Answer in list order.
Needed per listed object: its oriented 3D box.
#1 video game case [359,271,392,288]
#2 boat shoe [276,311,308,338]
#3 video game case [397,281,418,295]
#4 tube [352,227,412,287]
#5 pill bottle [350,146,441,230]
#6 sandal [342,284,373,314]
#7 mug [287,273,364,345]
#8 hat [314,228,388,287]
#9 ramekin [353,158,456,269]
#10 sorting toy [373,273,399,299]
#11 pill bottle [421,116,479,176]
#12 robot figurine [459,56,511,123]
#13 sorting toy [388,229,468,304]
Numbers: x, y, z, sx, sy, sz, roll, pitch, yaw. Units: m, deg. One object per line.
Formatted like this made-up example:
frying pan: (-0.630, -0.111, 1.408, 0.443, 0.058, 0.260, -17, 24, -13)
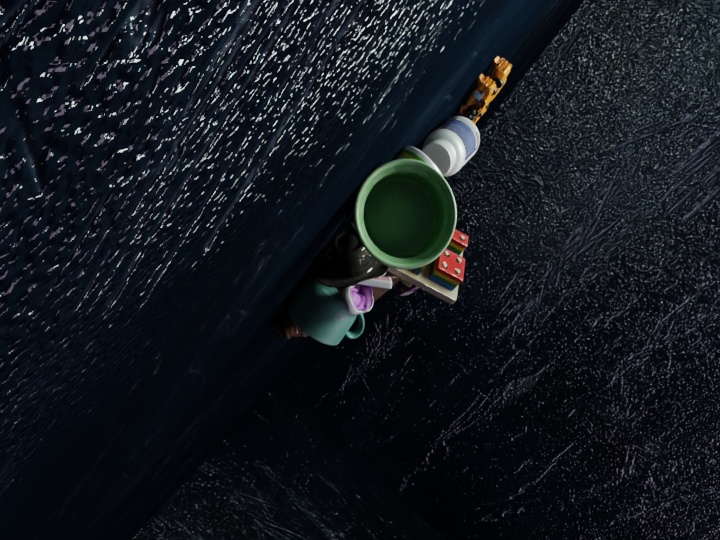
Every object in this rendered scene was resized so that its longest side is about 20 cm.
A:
video game case: (0.000, 0.000, 1.634, 0.200, 0.138, 0.018, -97, -164, -76)
boat shoe: (-0.178, 0.133, 1.717, 0.070, 0.078, 0.200, -9, 176, -15)
video game case: (0.131, -0.055, 1.802, 0.035, 0.206, 0.181, -7, 168, -24)
tube: (0.055, -0.041, 1.649, 0.052, 0.199, 0.058, -48, 178, -44)
pill bottle: (0.072, -0.147, 1.430, 0.201, 0.111, 0.111, -49, 177, -6)
sandal: (0.008, 0.058, 1.575, 0.049, 0.085, 0.203, -17, -173, 15)
mug: (-0.072, 0.081, 1.616, 0.116, 0.152, 0.184, -54, 155, 15)
hat: (-0.021, -0.043, 1.522, 0.194, 0.083, 0.202, -10, -155, 4)
ramekin: (0.080, -0.105, 1.324, 0.201, 0.199, 0.098, -48, -176, -3)
sorting toy: (-0.017, 0.026, 1.841, 0.195, 0.072, 0.199, -4, 160, -28)
pill bottle: (0.213, -0.296, 1.670, 0.111, 0.111, 0.200, -50, 177, 36)
robot figurine: (0.315, -0.452, 1.765, 0.145, 0.058, 0.200, -48, 176, -20)
sorting toy: (0.165, -0.055, 1.639, 0.070, 0.195, 0.203, -51, -163, 45)
